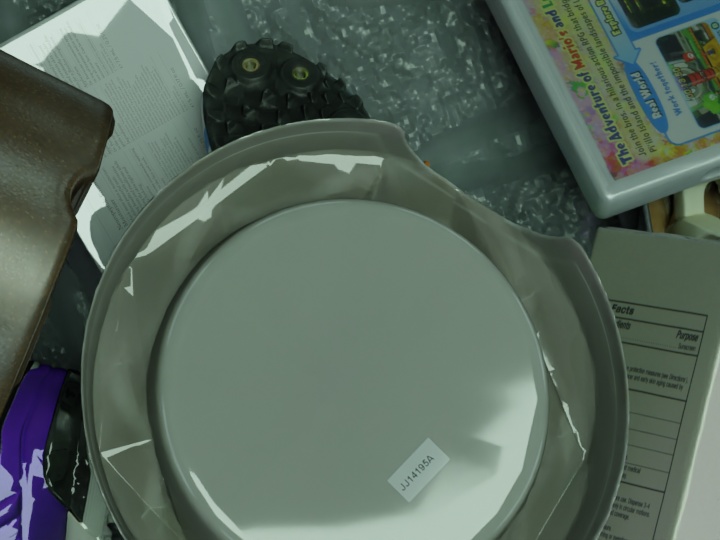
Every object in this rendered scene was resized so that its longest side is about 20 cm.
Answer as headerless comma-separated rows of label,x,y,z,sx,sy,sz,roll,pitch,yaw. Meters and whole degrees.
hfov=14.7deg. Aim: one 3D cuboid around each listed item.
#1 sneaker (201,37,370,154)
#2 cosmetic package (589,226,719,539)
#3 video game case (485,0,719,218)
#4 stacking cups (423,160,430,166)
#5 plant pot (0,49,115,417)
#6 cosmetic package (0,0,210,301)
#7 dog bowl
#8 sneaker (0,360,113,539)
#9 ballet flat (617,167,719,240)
sneaker,0.000,0.000,1.091,0.072,0.072,0.200,-34,84,-20
cosmetic package,0.121,0.090,1.068,0.071,0.105,0.201,16,88,-29
video game case,0.137,-0.137,1.161,0.181,0.024,0.201,-20,69,-15
stacking cups,0.026,-0.010,1.137,0.200,0.060,0.061,40,78,-4
plant pot,-0.205,-0.026,1.004,0.197,0.200,0.201,22,82,-10
cosmetic package,-0.075,-0.014,1.120,0.082,0.051,0.201,-31,95,-19
dog bowl,-0.005,0.048,1.010,0.199,0.059,0.201,2,77,-9
sneaker,-0.153,0.130,1.089,0.099,0.070,0.201,12,82,-6
ballet flat,0.142,-0.023,1.168,0.073,0.073,0.201,-6,88,-15
